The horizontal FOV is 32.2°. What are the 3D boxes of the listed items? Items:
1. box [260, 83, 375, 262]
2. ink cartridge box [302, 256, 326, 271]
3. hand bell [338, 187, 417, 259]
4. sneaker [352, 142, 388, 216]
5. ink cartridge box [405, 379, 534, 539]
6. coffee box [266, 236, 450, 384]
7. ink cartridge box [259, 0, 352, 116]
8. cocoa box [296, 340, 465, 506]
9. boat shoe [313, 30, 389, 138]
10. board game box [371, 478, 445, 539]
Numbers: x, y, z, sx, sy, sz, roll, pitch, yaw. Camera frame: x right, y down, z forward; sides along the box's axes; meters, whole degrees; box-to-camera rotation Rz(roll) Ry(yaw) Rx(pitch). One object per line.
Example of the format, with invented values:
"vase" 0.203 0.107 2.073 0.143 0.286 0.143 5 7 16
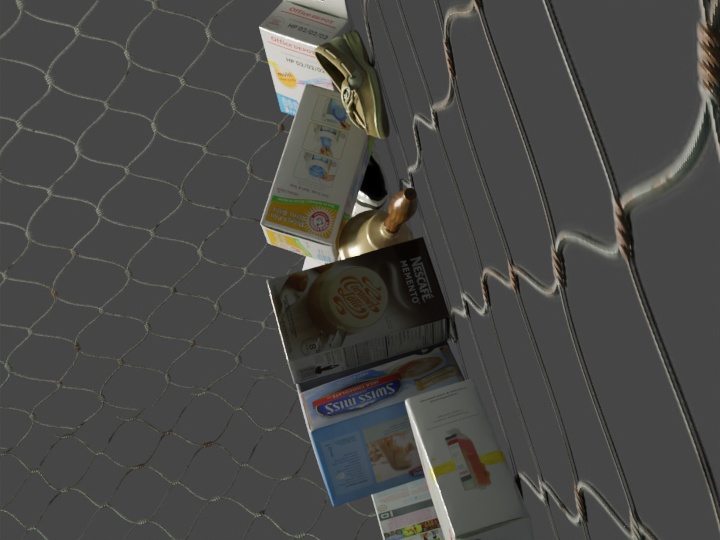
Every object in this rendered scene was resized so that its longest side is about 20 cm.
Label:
"box" -0.052 -0.125 1.655 0.113 0.100 0.202 85 -159 -77
"ink cartridge box" -0.022 0.029 1.902 0.136 0.076 0.201 36 136 17
"hand bell" 0.041 -0.059 1.524 0.200 0.103 0.105 122 133 -69
"sneaker" -0.002 -0.175 1.820 0.080 0.073 0.202 136 115 -71
"ink cartridge box" 0.120 0.241 1.324 0.201 0.082 0.146 -108 3 -50
"coffee box" -0.002 0.048 1.505 0.080 0.198 0.115 82 172 -64
"ink cartridge box" -0.068 -0.298 1.733 0.114 0.068 0.201 22 147 27
"cocoa box" 0.032 0.177 1.544 0.132 0.198 0.134 -113 6 -56
"boat shoe" -0.010 -0.226 1.547 0.074 0.062 0.202 76 177 -46
"board game box" 0.102 0.336 1.607 0.065 0.146 0.201 78 176 -46
